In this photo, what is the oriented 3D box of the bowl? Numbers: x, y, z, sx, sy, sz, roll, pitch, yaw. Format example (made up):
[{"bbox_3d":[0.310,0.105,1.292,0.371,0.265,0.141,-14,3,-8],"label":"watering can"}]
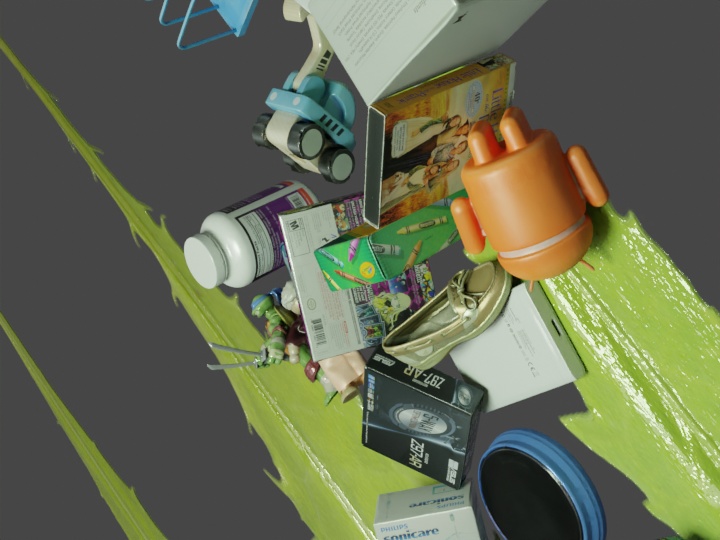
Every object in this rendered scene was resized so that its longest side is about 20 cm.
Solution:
[{"bbox_3d":[0.235,0.307,1.563,0.200,0.039,0.202,32,135,38],"label":"bowl"}]

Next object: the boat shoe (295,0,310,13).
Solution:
[{"bbox_3d":[0.006,-0.300,1.425,0.199,0.074,0.066,38,100,3],"label":"boat shoe"}]

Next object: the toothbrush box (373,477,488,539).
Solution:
[{"bbox_3d":[0.113,0.415,1.692,0.145,0.085,0.202,-13,109,10],"label":"toothbrush box"}]

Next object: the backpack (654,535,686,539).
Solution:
[{"bbox_3d":[0.330,0.390,1.377,0.135,0.181,0.201,52,134,44],"label":"backpack"}]

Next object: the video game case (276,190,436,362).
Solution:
[{"bbox_3d":[0.000,0.000,1.535,0.036,0.180,0.202,-132,28,-76],"label":"video game case"}]

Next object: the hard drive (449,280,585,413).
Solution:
[{"bbox_3d":[0.187,0.099,1.496,0.133,0.027,0.200,61,146,3],"label":"hard drive"}]

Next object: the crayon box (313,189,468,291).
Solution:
[{"bbox_3d":[0.057,-0.045,1.415,0.118,0.199,0.059,-13,103,55],"label":"crayon box"}]

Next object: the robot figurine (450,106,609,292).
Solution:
[{"bbox_3d":[0.182,-0.075,1.296,0.201,0.143,0.116,64,161,-14],"label":"robot figurine"}]

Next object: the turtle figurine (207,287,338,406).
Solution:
[{"bbox_3d":[-0.125,0.145,1.808,0.194,0.200,0.144,40,139,4],"label":"turtle figurine"}]

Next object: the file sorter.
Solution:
[{"bbox_3d":[-0.242,-0.426,1.625,0.201,0.122,0.139,53,146,13],"label":"file sorter"}]

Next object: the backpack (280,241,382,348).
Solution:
[{"bbox_3d":[-0.022,0.006,1.628,0.163,0.153,0.202,2,102,59],"label":"backpack"}]

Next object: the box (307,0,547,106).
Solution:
[{"bbox_3d":[0.086,-0.295,1.207,0.131,0.198,0.200,59,146,6],"label":"box"}]

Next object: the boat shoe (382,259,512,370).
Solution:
[{"bbox_3d":[0.110,0.052,1.479,0.200,0.063,0.074,-42,40,36],"label":"boat shoe"}]

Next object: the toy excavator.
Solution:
[{"bbox_3d":[-0.061,-0.243,1.541,0.099,0.201,0.194,18,168,45],"label":"toy excavator"}]

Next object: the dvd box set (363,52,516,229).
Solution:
[{"bbox_3d":[0.088,-0.144,1.305,0.029,0.199,0.147,36,138,36],"label":"dvd box set"}]

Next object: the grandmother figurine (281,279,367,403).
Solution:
[{"bbox_3d":[-0.056,0.097,1.744,0.201,0.121,0.061,57,159,17],"label":"grandmother figurine"}]

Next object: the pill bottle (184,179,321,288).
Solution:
[{"bbox_3d":[-0.150,-0.048,1.688,0.112,0.199,0.113,32,136,37],"label":"pill bottle"}]

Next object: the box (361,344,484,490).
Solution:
[{"bbox_3d":[0.081,0.204,1.618,0.159,0.044,0.201,24,143,16],"label":"box"}]
